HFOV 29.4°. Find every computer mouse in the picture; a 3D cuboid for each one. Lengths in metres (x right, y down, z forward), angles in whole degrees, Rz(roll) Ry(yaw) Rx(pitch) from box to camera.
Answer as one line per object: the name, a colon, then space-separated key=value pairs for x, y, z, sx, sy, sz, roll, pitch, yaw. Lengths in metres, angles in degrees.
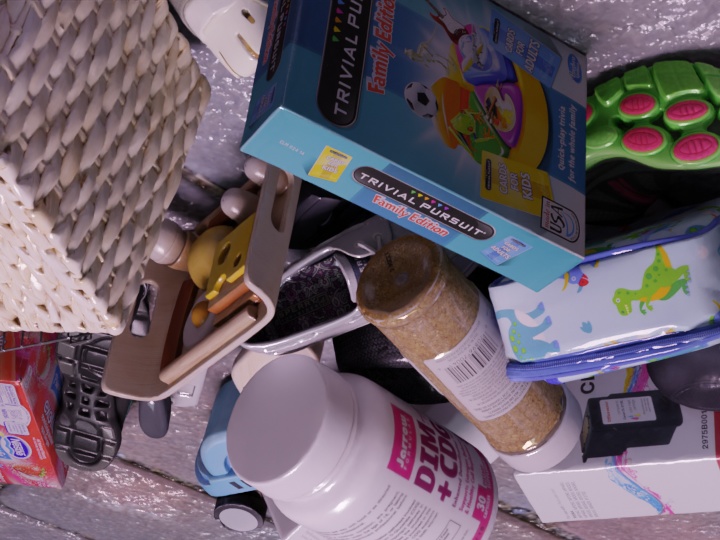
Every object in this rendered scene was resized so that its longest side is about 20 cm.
computer mouse: x=-0.005 y=-0.047 z=0.928 sx=0.058 sy=0.035 sz=0.199 roll=16 pitch=158 yaw=-31
computer mouse: x=0.292 y=0.044 z=0.949 sx=0.197 sy=0.140 sz=0.053 roll=-5 pitch=145 yaw=24

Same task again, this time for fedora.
fedora: x=0.051 y=0.043 z=1.011 sx=0.198 sy=0.093 sz=0.201 roll=2 pitch=153 yaw=1

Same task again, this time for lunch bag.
lunch bag: x=0.176 y=0.011 z=0.884 sx=0.159 sy=0.084 sz=0.200 roll=-14 pitch=-177 yaw=26

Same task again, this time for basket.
basket: x=-0.203 y=-0.093 z=0.768 sx=0.159 sy=0.202 sz=0.199 roll=2 pitch=145 yaw=20

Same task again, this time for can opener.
can opener: x=-0.152 y=0.077 z=1.142 sx=0.053 sy=0.068 sz=0.201 roll=11 pitch=146 yaw=-8

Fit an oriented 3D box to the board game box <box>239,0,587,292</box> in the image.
board game box: x=0.038 y=-0.096 z=0.773 sx=0.198 sy=0.153 sz=0.047 roll=24 pitch=142 yaw=-24

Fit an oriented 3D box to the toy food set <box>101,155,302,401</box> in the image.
toy food set: x=-0.110 y=-0.011 z=0.936 sx=0.060 sy=0.145 sz=0.200 roll=27 pitch=142 yaw=-24

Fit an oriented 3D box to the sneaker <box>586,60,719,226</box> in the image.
sneaker: x=0.170 y=-0.074 z=0.864 sx=0.198 sy=0.078 sz=0.084 roll=-9 pitch=155 yaw=35

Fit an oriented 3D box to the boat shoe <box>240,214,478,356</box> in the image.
boat shoe: x=0.000 y=0.000 z=0.922 sx=0.198 sy=0.073 sz=0.068 roll=-21 pitch=179 yaw=14

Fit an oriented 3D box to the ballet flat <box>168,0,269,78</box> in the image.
ballet flat: x=-0.047 y=-0.133 z=0.815 sx=0.199 sy=0.064 sz=0.067 roll=30 pitch=140 yaw=-29

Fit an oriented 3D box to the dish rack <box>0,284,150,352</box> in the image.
dish rack: x=-0.274 y=0.001 z=1.023 sx=0.197 sy=0.055 sz=0.154 roll=-12 pitch=133 yaw=11

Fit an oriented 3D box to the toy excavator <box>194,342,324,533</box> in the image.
toy excavator: x=-0.084 y=0.125 z=1.188 sx=0.192 sy=0.101 sz=0.201 roll=-15 pitch=132 yaw=28

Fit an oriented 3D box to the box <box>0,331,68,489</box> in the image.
box: x=-0.308 y=0.100 z=1.181 sx=0.098 sy=0.096 sz=0.201 roll=6 pitch=146 yaw=4

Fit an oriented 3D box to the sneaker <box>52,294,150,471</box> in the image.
sneaker: x=-0.219 y=0.075 z=1.156 sx=0.074 sy=0.080 sz=0.201 roll=18 pitch=125 yaw=-7

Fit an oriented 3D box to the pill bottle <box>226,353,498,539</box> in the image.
pill bottle: x=0.003 y=0.143 z=0.992 sx=0.112 sy=0.115 sz=0.199 roll=-19 pitch=143 yaw=34

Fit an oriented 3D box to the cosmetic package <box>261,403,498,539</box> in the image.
cosmetic package: x=0.025 y=0.157 z=1.139 sx=0.200 sy=0.071 sz=0.101 roll=-42 pitch=129 yaw=9

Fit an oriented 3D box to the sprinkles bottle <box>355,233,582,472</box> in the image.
sprinkles bottle: x=0.076 y=0.058 z=0.909 sx=0.068 sy=0.069 sz=0.200 roll=-15 pitch=136 yaw=30

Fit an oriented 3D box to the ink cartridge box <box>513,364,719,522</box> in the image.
ink cartridge box: x=0.221 y=0.102 z=1.035 sx=0.198 sy=0.147 sz=0.083 roll=-9 pitch=142 yaw=22
